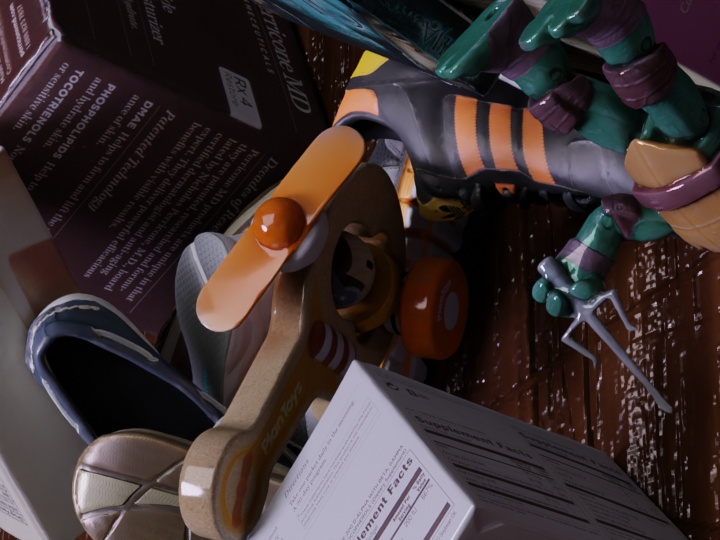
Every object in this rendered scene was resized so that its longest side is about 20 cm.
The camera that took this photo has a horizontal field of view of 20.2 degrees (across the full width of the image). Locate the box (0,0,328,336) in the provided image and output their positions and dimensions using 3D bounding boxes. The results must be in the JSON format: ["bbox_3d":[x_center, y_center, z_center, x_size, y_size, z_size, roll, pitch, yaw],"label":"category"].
[{"bbox_3d":[-0.151,-0.093,1.176,0.164,0.199,0.166,-48,40,26],"label":"box"}]

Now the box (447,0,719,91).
[{"bbox_3d":[0.081,-0.162,0.904,0.176,0.199,0.097,24,92,56],"label":"box"}]

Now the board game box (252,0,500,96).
[{"bbox_3d":[-0.035,-0.140,0.911,0.028,0.135,0.200,-59,35,0],"label":"board game box"}]

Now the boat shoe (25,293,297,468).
[{"bbox_3d":[-0.084,0.091,0.994,0.075,0.200,0.062,-40,13,4],"label":"boat shoe"}]

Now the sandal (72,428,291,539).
[{"bbox_3d":[-0.039,0.128,0.951,0.054,0.199,0.081,-24,-43,-81],"label":"sandal"}]

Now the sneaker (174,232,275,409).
[{"bbox_3d":[-0.057,0.072,1.073,0.070,0.080,0.202,37,126,44],"label":"sneaker"}]

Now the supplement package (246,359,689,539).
[{"bbox_3d":[0.026,0.165,0.838,0.201,0.155,0.111,-58,37,13],"label":"supplement package"}]

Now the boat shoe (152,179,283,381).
[{"bbox_3d":[-0.080,0.031,1.129,0.203,0.074,0.075,-59,28,11],"label":"boat shoe"}]

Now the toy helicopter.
[{"bbox_3d":[-0.027,0.028,0.874,0.078,0.133,0.201,7,46,25],"label":"toy helicopter"}]

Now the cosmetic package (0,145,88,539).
[{"bbox_3d":[-0.193,0.035,1.051,0.087,0.201,0.103,-37,30,-25],"label":"cosmetic package"}]

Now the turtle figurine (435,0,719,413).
[{"bbox_3d":[0.127,-0.032,0.813,0.149,0.200,0.101,-28,22,43],"label":"turtle figurine"}]

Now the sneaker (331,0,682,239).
[{"bbox_3d":[0.072,-0.049,0.928,0.200,0.070,0.090,36,90,32],"label":"sneaker"}]

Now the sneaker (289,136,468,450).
[{"bbox_3d":[0.000,0.000,1.012,0.077,0.078,0.201,12,80,26],"label":"sneaker"}]
